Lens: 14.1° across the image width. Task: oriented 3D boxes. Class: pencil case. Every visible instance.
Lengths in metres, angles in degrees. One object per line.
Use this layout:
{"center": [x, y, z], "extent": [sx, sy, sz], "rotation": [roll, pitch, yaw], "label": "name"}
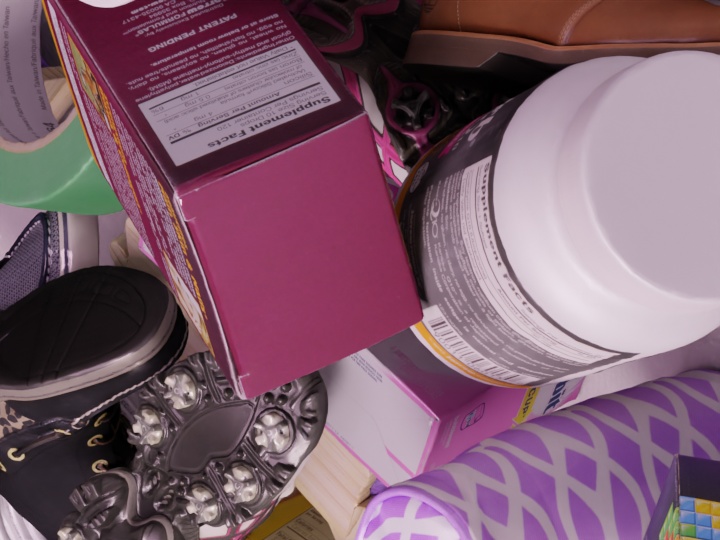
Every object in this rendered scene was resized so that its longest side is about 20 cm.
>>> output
{"center": [0.090, 0.102, 1.236], "extent": [0.085, 0.199, 0.084], "rotation": [-41, 70, 48], "label": "pencil case"}

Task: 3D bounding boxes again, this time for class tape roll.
{"center": [-0.136, -0.128, 1.398], "extent": [0.200, 0.048, 0.202], "rotation": [-11, 77, 52], "label": "tape roll"}

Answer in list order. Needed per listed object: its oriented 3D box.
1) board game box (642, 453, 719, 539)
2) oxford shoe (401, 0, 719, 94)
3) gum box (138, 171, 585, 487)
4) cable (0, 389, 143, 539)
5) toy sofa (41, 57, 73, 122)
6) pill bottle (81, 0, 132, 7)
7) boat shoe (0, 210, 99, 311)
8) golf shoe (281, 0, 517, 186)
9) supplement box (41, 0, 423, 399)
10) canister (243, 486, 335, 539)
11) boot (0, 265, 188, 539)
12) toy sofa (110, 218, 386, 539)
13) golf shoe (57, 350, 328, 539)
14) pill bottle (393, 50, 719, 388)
{"center": [0.185, 0.171, 1.206], "extent": [0.164, 0.057, 0.201], "rotation": [11, 134, -5], "label": "board game box"}
{"center": [0.105, -0.108, 1.187], "extent": [0.199, 0.071, 0.072], "rotation": [9, 83, 36], "label": "oxford shoe"}
{"center": [0.000, 0.000, 1.339], "extent": [0.200, 0.113, 0.066], "rotation": [43, 141, 22], "label": "gum box"}
{"center": [-0.154, 0.134, 1.658], "extent": [0.200, 0.069, 0.200], "rotation": [56, 143, 7], "label": "cable"}
{"center": [-0.235, -0.143, 1.569], "extent": [0.200, 0.097, 0.083], "rotation": [49, 118, 16], "label": "toy sofa"}
{"center": [-0.042, -0.183, 1.191], "extent": [0.119, 0.200, 0.120], "rotation": [29, 135, 35], "label": "pill bottle"}
{"center": [-0.193, 0.030, 1.496], "extent": [0.200, 0.092, 0.075], "rotation": [114, 154, -49], "label": "boat shoe"}
{"center": [0.025, -0.081, 1.306], "extent": [0.200, 0.073, 0.092], "rotation": [48, 172, 12], "label": "golf shoe"}
{"center": [-0.058, -0.054, 1.218], "extent": [0.200, 0.085, 0.111], "rotation": [-125, 15, -51], "label": "supplement box"}
{"center": [-0.053, 0.194, 1.463], "extent": [0.086, 0.200, 0.149], "rotation": [31, 135, 33], "label": "canister"}
{"center": [-0.122, 0.080, 1.435], "extent": [0.203, 0.074, 0.154], "rotation": [-19, 128, 41], "label": "boot"}
{"center": [-0.030, 0.040, 1.415], "extent": [0.200, 0.083, 0.098], "rotation": [45, 148, 21], "label": "toy sofa"}
{"center": [-0.065, 0.085, 1.341], "extent": [0.077, 0.088, 0.200], "rotation": [58, 136, 11], "label": "golf shoe"}
{"center": [0.092, -0.020, 1.150], "extent": [0.117, 0.116, 0.200], "rotation": [61, 159, -1], "label": "pill bottle"}
